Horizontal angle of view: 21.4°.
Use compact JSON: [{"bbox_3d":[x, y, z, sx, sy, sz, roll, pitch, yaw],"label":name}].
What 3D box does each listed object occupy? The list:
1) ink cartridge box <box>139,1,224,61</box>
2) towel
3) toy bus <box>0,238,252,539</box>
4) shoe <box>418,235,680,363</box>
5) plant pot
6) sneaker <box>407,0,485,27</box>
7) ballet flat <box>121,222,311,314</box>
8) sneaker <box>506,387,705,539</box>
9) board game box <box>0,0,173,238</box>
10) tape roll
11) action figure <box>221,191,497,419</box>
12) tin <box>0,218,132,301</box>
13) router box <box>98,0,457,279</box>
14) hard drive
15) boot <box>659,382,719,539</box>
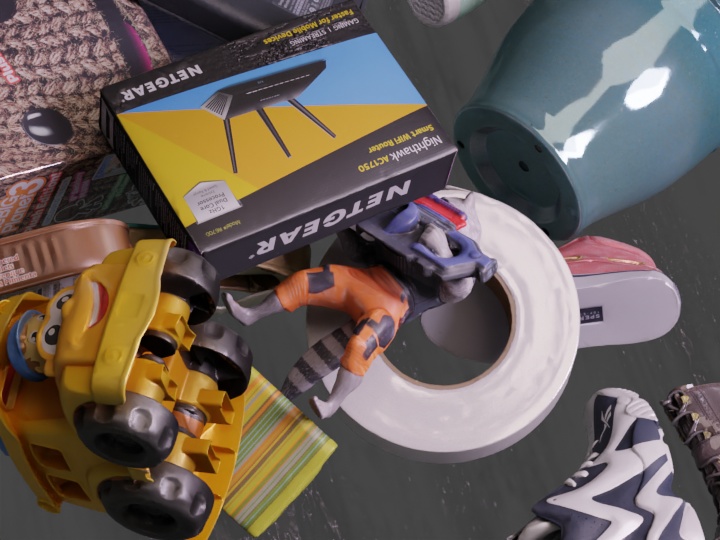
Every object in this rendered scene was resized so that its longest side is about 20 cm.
[{"bbox_3d":[-0.148,-0.215,1.502,0.109,0.050,0.200,-6,61,-27],"label":"ink cartridge box"},{"bbox_3d":[-0.114,0.085,1.310,0.200,0.018,0.086,43,95,7],"label":"towel"},{"bbox_3d":[-0.180,0.071,1.211,0.191,0.200,0.136,6,56,15],"label":"toy bus"},{"bbox_3d":[0.141,0.021,1.475,0.199,0.072,0.091,-4,18,-2],"label":"shoe"},{"bbox_3d":[0.182,-0.129,1.518,0.200,0.200,0.188,44,66,7],"label":"plant pot"},{"bbox_3d":[0.076,-0.319,1.612,0.118,0.074,0.201,-31,117,-37],"label":"sneaker"},{"bbox_3d":[-0.123,-0.001,1.364,0.199,0.069,0.063,-3,71,-25],"label":"ballet flat"},{"bbox_3d":[0.159,0.164,1.375,0.129,0.080,0.199,-8,44,-7],"label":"sneaker"},{"bbox_3d":[-0.240,-0.117,1.364,0.200,0.097,0.160,-19,68,-33],"label":"board game box"},{"bbox_3d":[0.059,0.039,1.388,0.202,0.037,0.204,0,70,1],"label":"tape roll"},{"bbox_3d":[0.000,0.000,1.353,0.193,0.105,0.200,-33,48,-17],"label":"action figure"},{"bbox_3d":[-0.244,0.013,1.254,0.199,0.112,0.042,-15,82,-13],"label":"tin"},{"bbox_3d":[-0.057,-0.090,1.303,0.200,0.051,0.149,-23,64,-22],"label":"router box"},{"bbox_3d":[-0.092,-0.227,1.427,0.200,0.033,0.140,26,45,-7],"label":"hard drive"},{"bbox_3d":[0.275,0.166,1.447,0.199,0.069,0.174,-8,58,-33],"label":"boot"}]
